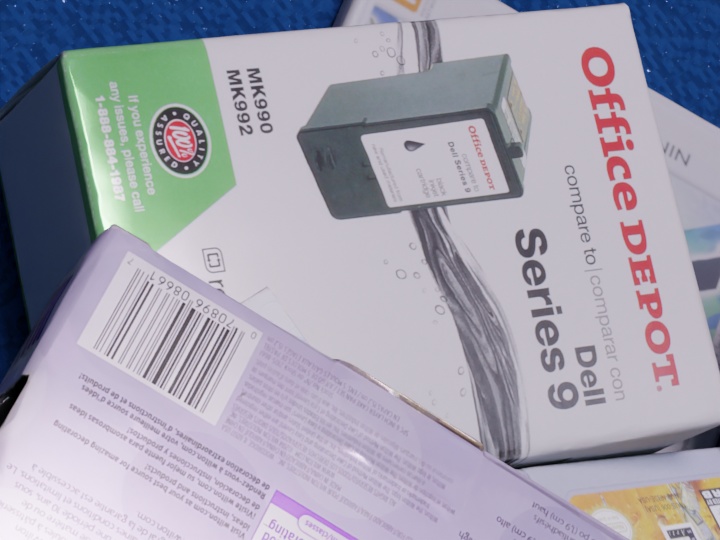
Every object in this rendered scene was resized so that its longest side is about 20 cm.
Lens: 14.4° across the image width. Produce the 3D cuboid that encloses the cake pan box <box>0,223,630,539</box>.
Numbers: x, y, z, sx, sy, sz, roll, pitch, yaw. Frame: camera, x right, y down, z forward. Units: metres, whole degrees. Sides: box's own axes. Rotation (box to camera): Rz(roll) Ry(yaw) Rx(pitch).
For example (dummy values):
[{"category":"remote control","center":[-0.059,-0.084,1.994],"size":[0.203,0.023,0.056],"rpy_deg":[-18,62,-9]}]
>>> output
[{"category":"cake pan box","center":[-0.033,0.111,0.728],"size":[0.200,0.052,0.184],"rpy_deg":[31,59,-10]}]

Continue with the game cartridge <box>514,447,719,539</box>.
[{"category":"game cartridge","center":[0.106,0.121,0.896],"size":[0.200,0.042,0.133],"rpy_deg":[-2,54,-47]}]

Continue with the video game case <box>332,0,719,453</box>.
[{"category":"video game case","center":[0.047,0.012,0.976],"size":[0.182,0.022,0.200],"rpy_deg":[28,67,-14]}]

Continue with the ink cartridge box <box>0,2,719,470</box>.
[{"category":"ink cartridge box","center":[0.000,0.000,0.900],"size":[0.200,0.084,0.146],"rpy_deg":[-8,79,-25]}]

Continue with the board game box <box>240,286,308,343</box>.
[{"category":"board game box","center":[-0.065,0.111,0.763],"size":[0.200,0.034,0.135],"rpy_deg":[-34,86,-30]}]
